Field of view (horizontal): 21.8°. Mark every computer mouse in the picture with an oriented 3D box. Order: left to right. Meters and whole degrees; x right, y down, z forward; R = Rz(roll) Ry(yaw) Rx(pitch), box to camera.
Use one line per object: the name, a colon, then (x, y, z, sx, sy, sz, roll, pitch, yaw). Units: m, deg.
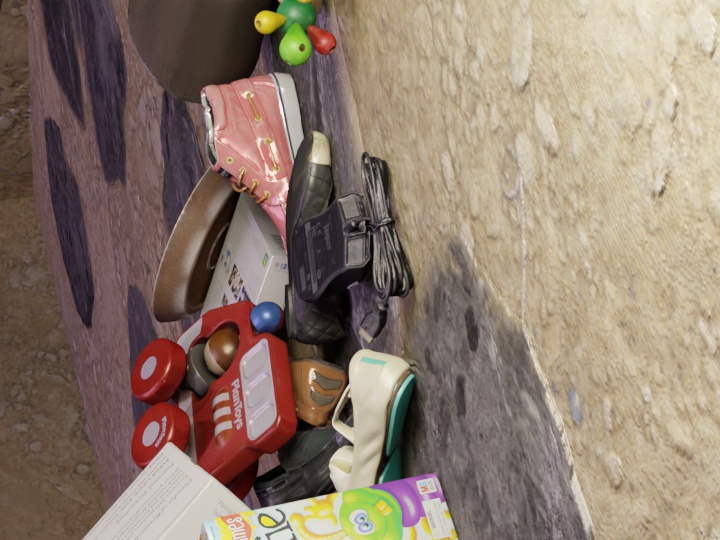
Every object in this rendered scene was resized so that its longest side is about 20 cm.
computer mouse: (0.000, 0.000, 1.586, 0.200, 0.046, 0.142, 134, 130, -57)

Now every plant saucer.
plant saucer: (-0.161, -0.031, 1.994, 0.201, 0.032, 0.201, -61, -10, -20)

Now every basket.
basket: (-0.138, -0.285, 1.763, 0.200, 0.135, 0.182, 124, 144, -63)

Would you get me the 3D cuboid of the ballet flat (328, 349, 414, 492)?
ballet flat: (0.005, 0.151, 1.597, 0.070, 0.069, 0.201, -119, 29, -51)

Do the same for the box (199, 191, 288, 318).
box: (-0.124, 0.039, 1.952, 0.145, 0.036, 0.201, -119, 45, -56)

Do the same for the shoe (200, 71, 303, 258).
shoe: (-0.095, -0.088, 1.785, 0.071, 0.090, 0.202, 139, 121, -72)

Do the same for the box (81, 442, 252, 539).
box: (-0.152, 0.300, 1.657, 0.199, 0.200, 0.131, 46, 170, -24)

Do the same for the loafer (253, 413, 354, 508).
loafer: (-0.046, 0.178, 1.728, 0.070, 0.068, 0.201, 47, 140, 6)

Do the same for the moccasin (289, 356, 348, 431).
moccasin: (-0.065, 0.128, 1.830, 0.201, 0.073, 0.078, -2, 69, 67)

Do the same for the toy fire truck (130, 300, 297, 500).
toy fire truck: (-0.125, 0.115, 1.773, 0.168, 0.112, 0.201, -38, 39, 28)

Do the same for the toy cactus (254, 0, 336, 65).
toy cactus: (-0.050, -0.260, 1.567, 0.165, 0.101, 0.202, 65, -172, -75)

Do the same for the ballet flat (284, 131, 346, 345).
ballet flat: (-0.040, -0.030, 1.724, 0.066, 0.056, 0.202, -123, 34, -70)

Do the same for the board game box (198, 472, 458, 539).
board game box: (-0.025, 0.250, 1.519, 0.103, 0.198, 0.106, 104, 151, -56)
